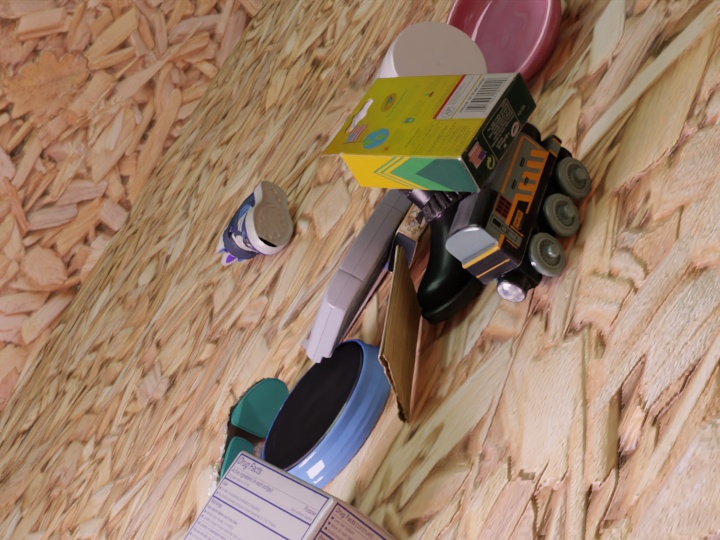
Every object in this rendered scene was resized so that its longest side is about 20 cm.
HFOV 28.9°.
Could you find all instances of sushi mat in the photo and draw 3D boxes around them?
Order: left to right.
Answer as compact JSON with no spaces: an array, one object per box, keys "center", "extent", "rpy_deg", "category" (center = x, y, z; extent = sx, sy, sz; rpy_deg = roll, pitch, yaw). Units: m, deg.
[{"center":[0.044,0.066,1.501],"extent":[0.012,0.096,0.201],"rpy_deg":[-8,34,13],"category":"sushi mat"}]

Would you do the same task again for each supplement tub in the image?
[{"center":[0.072,-0.209,1.781],"extent":[0.132,0.131,0.200],"rpy_deg":[-63,3,-29],"category":"supplement tub"}]

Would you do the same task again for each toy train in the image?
[{"center":[0.160,-0.065,1.410],"extent":[0.085,0.114,0.201],"rpy_deg":[-29,30,49],"category":"toy train"}]

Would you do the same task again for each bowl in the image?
[{"center":[-0.042,0.166,1.597],"extent":[0.201,0.039,0.201],"rpy_deg":[-46,20,21],"category":"bowl"}]

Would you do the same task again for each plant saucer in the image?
[{"center":[0.188,-0.311,1.800],"extent":[0.200,0.051,0.202],"rpy_deg":[-25,57,45],"category":"plant saucer"}]

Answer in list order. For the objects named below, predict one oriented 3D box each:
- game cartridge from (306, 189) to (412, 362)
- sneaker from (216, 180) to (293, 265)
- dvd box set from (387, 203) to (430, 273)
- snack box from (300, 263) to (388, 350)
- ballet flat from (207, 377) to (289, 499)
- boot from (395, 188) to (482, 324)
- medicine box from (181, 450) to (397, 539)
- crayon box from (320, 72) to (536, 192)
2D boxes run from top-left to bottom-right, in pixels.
[{"center":[0.000,0.000,1.631],"extent":[0.200,0.041,0.134],"rpy_deg":[-58,-11,-39],"category":"game cartridge"},{"center":[-0.178,-0.044,2.264],"extent":[0.147,0.080,0.200],"rpy_deg":[-53,20,26],"category":"sneaker"},{"center":[0.096,-0.097,1.670],"extent":[0.201,0.029,0.146],"rpy_deg":[-59,-6,-17],"category":"dvd box set"},{"center":[-0.005,0.022,1.791],"extent":[0.201,0.024,0.072],"rpy_deg":[-57,17,-10],"category":"snack box"},{"center":[-0.144,0.217,1.707],"extent":[0.064,0.075,0.201],"rpy_deg":[-56,7,47],"category":"ballet flat"},{"center":[0.077,-0.063,1.535],"extent":[0.079,0.158,0.212],"rpy_deg":[-23,34,55],"category":"boot"},{"center":[-0.090,0.296,1.321],"extent":[0.182,0.103,0.201],"rpy_deg":[14,66,56],"category":"medicine box"},{"center":[0.068,-0.144,1.441],"extent":[0.199,0.051,0.127],"rpy_deg":[7,52,44],"category":"crayon box"}]
